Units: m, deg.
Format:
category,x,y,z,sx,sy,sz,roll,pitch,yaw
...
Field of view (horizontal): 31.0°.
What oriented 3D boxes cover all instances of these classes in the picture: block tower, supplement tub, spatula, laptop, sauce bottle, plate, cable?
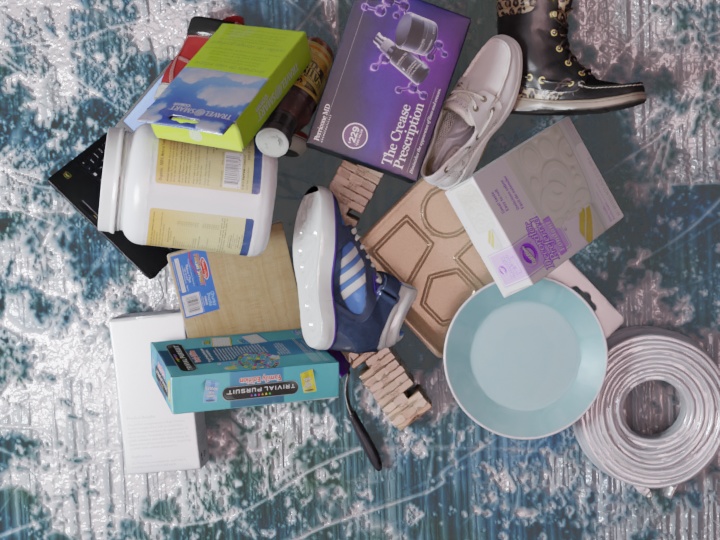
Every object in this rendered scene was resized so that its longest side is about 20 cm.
category,x,y,z,sx,sy,sz,roll,pitch,yaw
block tower,0.013,0.106,1.644,0.058,0.054,0.200,-37,93,5
supplement tub,-0.204,-0.097,1.533,0.198,0.144,0.146,7,96,-10
block tower,0.009,-0.136,1.614,0.058,0.054,0.201,27,97,-1
spatula,-0.011,0.166,1.658,0.020,0.057,0.201,-16,102,18
laptop,-0.248,-0.126,1.608,0.177,0.200,0.103,44,140,-1
sauce bottle,-0.079,-0.207,1.549,0.065,0.201,0.066,6,130,7
plate,0.200,0.104,1.579,0.199,0.026,0.202,0,94,2
cable,0.361,0.172,1.623,0.199,0.069,0.201,34,96,0

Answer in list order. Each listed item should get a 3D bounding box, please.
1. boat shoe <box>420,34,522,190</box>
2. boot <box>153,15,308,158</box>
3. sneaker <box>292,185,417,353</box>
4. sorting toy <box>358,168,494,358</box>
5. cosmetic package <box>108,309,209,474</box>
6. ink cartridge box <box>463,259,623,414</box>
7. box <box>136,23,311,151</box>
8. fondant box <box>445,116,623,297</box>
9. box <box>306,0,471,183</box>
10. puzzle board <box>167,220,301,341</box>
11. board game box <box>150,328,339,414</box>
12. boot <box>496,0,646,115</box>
category,x,y,z,sx,sy,sz,roll,pitch,yaw
boat shoe,0.131,-0.191,1.560,0.071,0.069,0.201,29,101,31
boot,-0.137,-0.234,1.608,0.199,0.072,0.145,25,77,-3
sneaker,0.000,0.000,1.578,0.146,0.080,0.202,1,84,-30
sorting toy,0.110,-0.021,1.640,0.200,0.036,0.185,-44,92,1
cosmetic package,-0.255,0.153,1.654,0.101,0.074,0.202,-4,93,3
ink cartridge box,0.218,0.087,1.624,0.200,0.068,0.116,-44,92,6
box,-0.152,-0.207,1.482,0.121,0.200,0.048,11,137,25
fondant box,0.212,-0.078,1.555,0.200,0.058,0.145,-33,94,-37
box,0.031,-0.220,1.532,0.140,0.079,0.201,18,91,-1
puzzle board,-0.148,0.053,1.631,0.150,0.017,0.201,-17,105,-14
board game box,-0.141,0.119,1.557,0.199,0.151,0.047,-4,104,-17
boot,0.247,-0.265,1.571,0.199,0.073,0.152,2,93,28
